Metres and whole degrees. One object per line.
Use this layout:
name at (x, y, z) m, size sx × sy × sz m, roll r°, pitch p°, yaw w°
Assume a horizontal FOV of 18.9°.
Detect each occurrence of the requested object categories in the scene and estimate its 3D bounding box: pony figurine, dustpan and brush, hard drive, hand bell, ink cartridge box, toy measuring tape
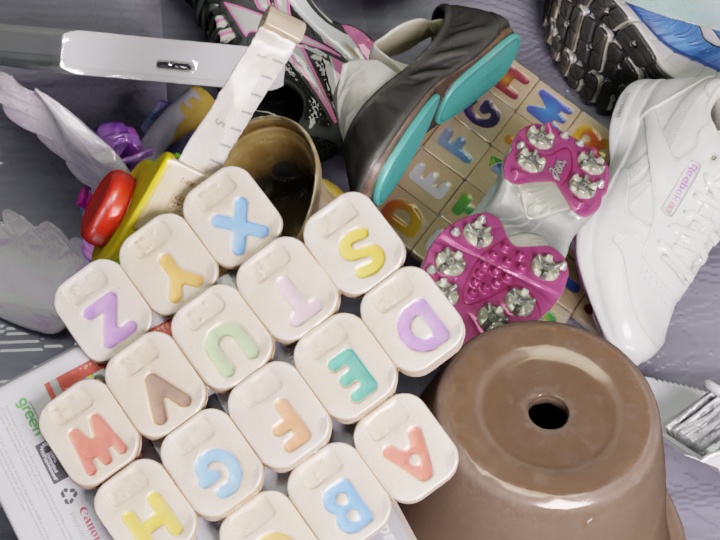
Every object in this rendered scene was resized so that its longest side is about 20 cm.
pony figurine at (-0.130, -0.027, 1.242) m, size 0.193 × 0.167 × 0.200 m, roll 37°, pitch 43°, yaw 9°
dustpan and brush at (0.242, 0.100, 1.217) m, size 0.200 × 0.140 × 0.057 m, roll 28°, pitch 94°, yaw -23°
hard drive at (-0.143, -0.127, 1.276) m, size 0.131 × 0.200 × 0.026 m, roll 3°, pitch 95°, yaw -25°
hand bell at (0.000, 0.000, 1.219) m, size 0.104 × 0.200 × 0.104 m, roll -21°, pitch 56°, yaw 34°
ink cartridge box at (-0.078, 0.122, 1.098) m, size 0.175 × 0.084 × 0.200 m, roll -27°, pitch 79°, yaw -2°
toy measuring tape at (-0.091, -0.054, 1.124) m, size 0.073 × 0.200 × 0.074 m, roll 29°, pitch 14°, yaw -8°

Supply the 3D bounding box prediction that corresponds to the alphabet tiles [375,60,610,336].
alphabet tiles at (0.098, -0.046, 1.326) m, size 0.200 × 0.006 × 0.167 m, roll 36°, pitch 57°, yaw 3°

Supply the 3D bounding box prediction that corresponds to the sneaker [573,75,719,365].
sneaker at (0.186, -0.038, 1.283) m, size 0.099 × 0.075 × 0.201 m, roll -8°, pitch 54°, yaw 36°

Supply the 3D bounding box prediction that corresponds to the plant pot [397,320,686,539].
plant pot at (0.083, 0.118, 1.128) m, size 0.199 × 0.175 × 0.201 m, roll 3°, pitch 52°, yaw -3°

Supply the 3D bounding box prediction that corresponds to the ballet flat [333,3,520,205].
ballet flat at (0.025, -0.103, 1.285) m, size 0.068 × 0.068 × 0.200 m, roll 30°, pitch 39°, yaw 11°

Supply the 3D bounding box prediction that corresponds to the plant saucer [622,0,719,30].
plant saucer at (0.208, -0.205, 1.407) m, size 0.200 × 0.039 × 0.201 m, roll 13°, pitch 23°, yaw -6°

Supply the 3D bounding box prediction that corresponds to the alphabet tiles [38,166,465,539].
alphabet tiles at (-0.053, 0.052, 1.055) m, size 0.200 × 0.015 × 0.196 m, roll -35°, pitch 74°, yaw -4°

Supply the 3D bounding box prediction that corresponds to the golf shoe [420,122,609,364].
golf shoe at (0.077, 0.001, 1.222) m, size 0.075 × 0.092 × 0.200 m, roll 36°, pitch 45°, yaw 5°

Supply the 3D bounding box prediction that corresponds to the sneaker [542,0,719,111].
sneaker at (0.204, -0.135, 1.403) m, size 0.200 × 0.079 × 0.089 m, roll 40°, pitch 45°, yaw 18°

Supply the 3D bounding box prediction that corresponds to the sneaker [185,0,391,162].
sneaker at (-0.066, -0.144, 1.367) m, size 0.200 × 0.080 × 0.086 m, roll 40°, pitch 60°, yaw 22°
